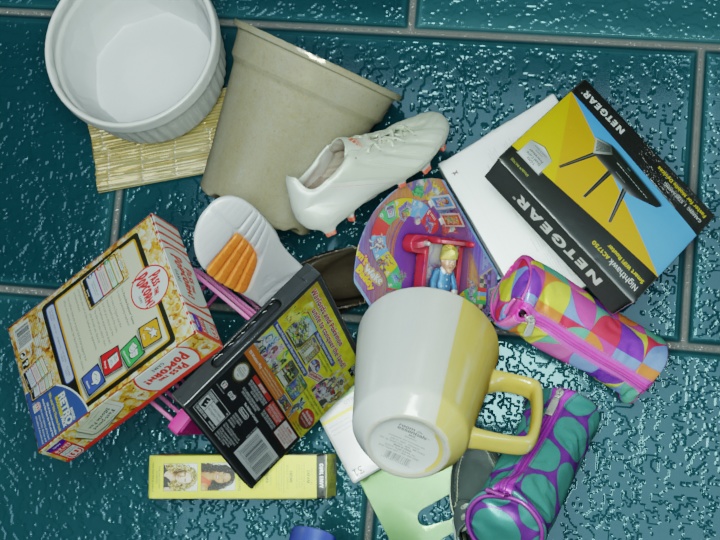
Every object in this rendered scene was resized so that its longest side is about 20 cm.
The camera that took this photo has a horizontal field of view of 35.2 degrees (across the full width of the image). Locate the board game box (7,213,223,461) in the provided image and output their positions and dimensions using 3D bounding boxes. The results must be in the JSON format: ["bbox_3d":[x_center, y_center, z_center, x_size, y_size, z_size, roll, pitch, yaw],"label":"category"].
[{"bbox_3d":[-0.241,0.064,1.092,0.199,0.046,0.152,-36,56,14],"label":"board game box"}]

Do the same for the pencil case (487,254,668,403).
[{"bbox_3d":[0.226,0.063,1.184,0.199,0.088,0.089,28,87,-16],"label":"pencil case"}]

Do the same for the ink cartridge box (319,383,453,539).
[{"bbox_3d":[0.055,0.197,1.244,0.145,0.048,0.201,-29,79,2],"label":"ink cartridge box"}]

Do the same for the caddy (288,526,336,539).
[{"bbox_3d":[-0.016,0.337,1.167,0.140,0.200,0.106,11,70,13],"label":"caddy"}]

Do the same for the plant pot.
[{"bbox_3d":[-0.080,-0.147,1.238,0.199,0.200,0.185,25,99,9],"label":"plant pot"}]

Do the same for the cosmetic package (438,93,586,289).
[{"bbox_3d":[0.199,-0.068,1.251,0.150,0.052,0.201,-30,82,1],"label":"cosmetic package"}]

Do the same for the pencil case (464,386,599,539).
[{"bbox_3d":[0.177,0.200,1.155,0.084,0.200,0.093,8,123,25],"label":"pencil case"}]

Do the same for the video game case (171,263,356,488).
[{"bbox_3d":[-0.084,0.111,1.142,0.181,0.201,0.025,-44,57,-14],"label":"video game case"}]

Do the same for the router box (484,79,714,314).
[{"bbox_3d":[0.249,-0.078,1.180,0.200,0.051,0.149,46,67,4],"label":"router box"}]

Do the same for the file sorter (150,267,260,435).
[{"bbox_3d":[-0.164,0.081,1.206,0.125,0.200,0.139,39,90,13],"label":"file sorter"}]

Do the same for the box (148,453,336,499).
[{"bbox_3d":[-0.128,0.227,1.249,0.197,0.075,0.051,-2,81,8],"label":"box"}]

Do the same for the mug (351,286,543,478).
[{"bbox_3d":[0.073,0.117,1.115,0.185,0.154,0.150,-13,122,21],"label":"mug"}]

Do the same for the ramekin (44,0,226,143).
[{"bbox_3d":[-0.246,-0.241,1.288,0.198,0.105,0.203,-2,78,7],"label":"ramekin"}]

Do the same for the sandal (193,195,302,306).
[{"bbox_3d":[-0.115,-0.014,1.180,0.079,0.207,0.059,-41,49,-1],"label":"sandal"}]

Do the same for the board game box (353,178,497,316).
[{"bbox_3d":[0.082,0.006,1.198,0.158,0.039,0.201,-45,117,-24],"label":"board game box"}]

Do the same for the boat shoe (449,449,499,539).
[{"bbox_3d":[0.130,0.266,1.164,0.072,0.062,0.202,-5,65,4],"label":"boat shoe"}]

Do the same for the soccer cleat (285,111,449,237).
[{"bbox_3d":[0.011,-0.115,1.166,0.199,0.069,0.078,-37,122,-18],"label":"soccer cleat"}]

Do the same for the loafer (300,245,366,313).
[{"bbox_3d":[0.000,0.000,1.258,0.198,0.071,0.074,-17,82,5],"label":"loafer"}]

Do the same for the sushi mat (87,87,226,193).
[{"bbox_3d":[-0.222,-0.154,1.331,0.198,0.012,0.097,-10,81,5],"label":"sushi mat"}]
